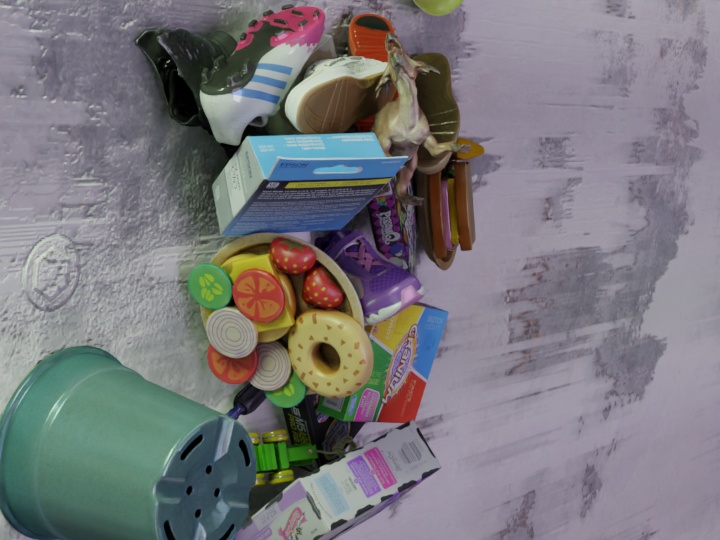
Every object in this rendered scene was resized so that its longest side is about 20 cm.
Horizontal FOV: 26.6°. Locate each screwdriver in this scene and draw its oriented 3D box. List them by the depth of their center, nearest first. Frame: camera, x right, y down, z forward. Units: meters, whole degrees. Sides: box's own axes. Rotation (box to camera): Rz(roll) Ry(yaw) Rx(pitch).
[{"bbox_3d":[-0.162,0.177,1.719,0.200,0.029,0.028,-40,130,-39],"label":"screwdriver"}]

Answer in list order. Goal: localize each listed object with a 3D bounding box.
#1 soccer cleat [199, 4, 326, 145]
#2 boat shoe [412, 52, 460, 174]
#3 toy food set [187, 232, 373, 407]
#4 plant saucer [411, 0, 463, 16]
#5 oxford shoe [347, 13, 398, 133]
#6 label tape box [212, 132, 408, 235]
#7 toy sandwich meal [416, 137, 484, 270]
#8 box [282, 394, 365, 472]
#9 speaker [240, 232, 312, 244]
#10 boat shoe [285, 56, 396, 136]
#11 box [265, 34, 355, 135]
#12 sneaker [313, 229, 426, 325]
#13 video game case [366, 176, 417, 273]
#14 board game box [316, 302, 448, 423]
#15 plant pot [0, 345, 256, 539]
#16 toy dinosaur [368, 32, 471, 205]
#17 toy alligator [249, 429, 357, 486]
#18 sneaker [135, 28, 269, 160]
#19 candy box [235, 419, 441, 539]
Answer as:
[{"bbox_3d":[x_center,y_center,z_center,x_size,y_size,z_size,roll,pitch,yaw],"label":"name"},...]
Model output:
[{"bbox_3d":[-0.100,-0.203,1.574,0.200,0.069,0.087,-47,140,-41],"label":"soccer cleat"},{"bbox_3d":[0.091,-0.184,1.881,0.065,0.071,0.201,80,12,-46],"label":"boat shoe"},{"bbox_3d":[-0.089,0.055,1.641,0.201,0.197,0.049,69,27,-18],"label":"toy food set"},{"bbox_3d":[0.093,-0.420,1.896,0.199,0.031,0.202,-24,120,-50],"label":"plant saucer"},{"bbox_3d":[0.018,-0.201,1.759,0.073,0.070,0.201,104,-12,-53],"label":"oxford shoe"},{"bbox_3d":[-0.055,-0.100,1.564,0.142,0.200,0.067,-4,71,-23],"label":"label tape box"},{"bbox_3d":[0.123,-0.094,1.956,0.205,0.070,0.207,-1,90,-73],"label":"toy sandwich meal"},{"bbox_3d":[-0.020,0.128,1.871,0.200,0.044,0.161,-49,145,-35],"label":"box"},{"bbox_3d":[-0.086,0.016,1.728,0.081,0.081,0.201,-39,130,-43],"label":"speaker"},{"bbox_3d":[-0.033,-0.190,1.614,0.200,0.069,0.071,-25,138,-58],"label":"boat shoe"},{"bbox_3d":[-0.065,-0.159,1.706,0.095,0.077,0.201,-47,135,-37],"label":"box"},{"bbox_3d":[0.000,0.000,1.680,0.080,0.200,0.089,-25,108,-19],"label":"sneaker"},{"bbox_3d":[0.037,-0.103,1.826,0.201,0.035,0.182,-83,163,-54],"label":"video game case"},{"bbox_3d":[0.030,0.108,1.860,0.200,0.040,0.154,12,96,-62],"label":"board game box"},{"bbox_3d":[-0.220,0.193,1.487,0.200,0.195,0.202,-23,120,-49],"label":"plant pot"},{"bbox_3d":[0.038,-0.154,1.629,0.085,0.200,0.136,-3,61,-29],"label":"toy dinosaur"},{"bbox_3d":[-0.097,0.219,1.778,0.199,0.054,0.060,-2,78,-39],"label":"toy alligator"},{"bbox_3d":[-0.160,-0.170,1.585,0.104,0.060,0.201,-42,127,-43],"label":"sneaker"},{"bbox_3d":[-0.028,0.271,1.798,0.199,0.168,0.072,-22,75,-44],"label":"candy box"}]
